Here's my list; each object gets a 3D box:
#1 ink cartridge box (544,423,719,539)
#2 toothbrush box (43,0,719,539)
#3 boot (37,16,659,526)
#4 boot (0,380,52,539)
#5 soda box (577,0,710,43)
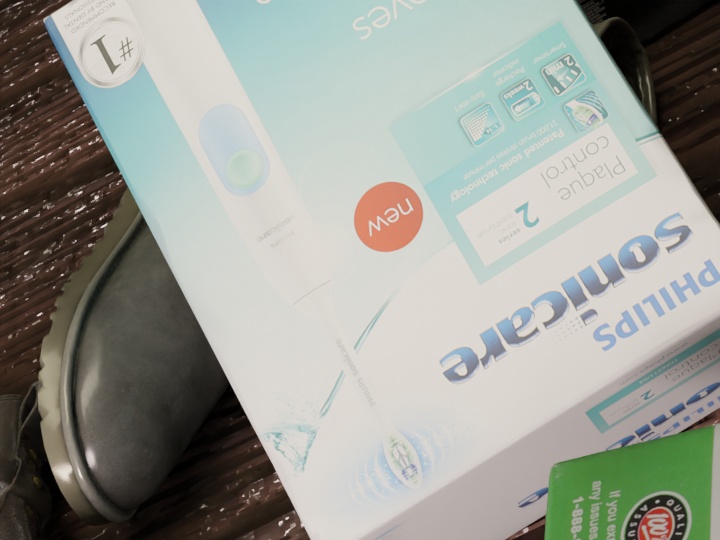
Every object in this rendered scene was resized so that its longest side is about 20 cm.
[{"bbox_3d":[0.145,0.100,0.538,0.199,0.083,0.147,-17,41,24],"label":"ink cartridge box"},{"bbox_3d":[0.016,-0.024,0.711,0.146,0.085,0.201,-31,68,6],"label":"toothbrush box"},{"bbox_3d":[-0.001,-0.001,0.797,0.199,0.073,0.183,-7,46,24],"label":"boot"},{"bbox_3d":[-0.171,0.134,0.790,0.199,0.069,0.174,-33,30,-2],"label":"boot"},{"bbox_3d":[0.143,-0.159,0.847,0.199,0.063,0.071,-31,36,7],"label":"soda box"}]
